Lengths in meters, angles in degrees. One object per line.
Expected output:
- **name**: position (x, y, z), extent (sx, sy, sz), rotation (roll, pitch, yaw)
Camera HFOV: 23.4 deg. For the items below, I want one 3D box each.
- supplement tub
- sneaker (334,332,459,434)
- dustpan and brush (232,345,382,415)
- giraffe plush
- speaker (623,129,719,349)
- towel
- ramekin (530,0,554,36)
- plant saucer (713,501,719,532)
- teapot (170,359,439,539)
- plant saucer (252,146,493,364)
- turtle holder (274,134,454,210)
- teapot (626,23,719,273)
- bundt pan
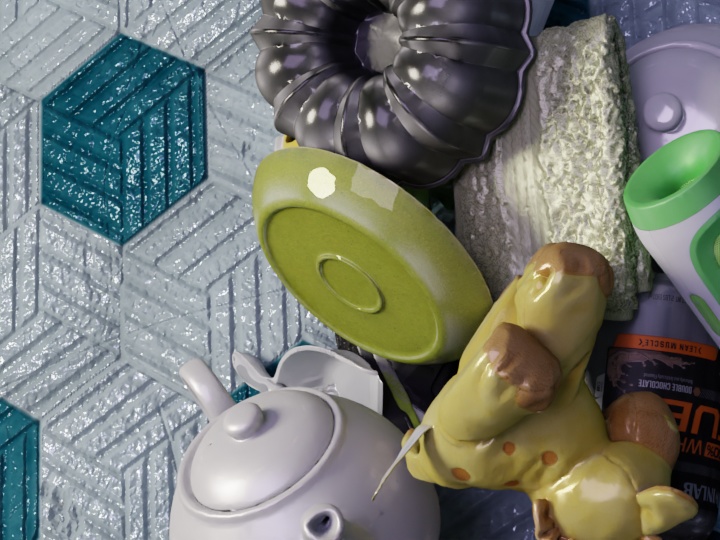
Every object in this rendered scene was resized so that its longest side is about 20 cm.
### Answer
- **supplement tub**: position (0.186, 0.107, 1.177), extent (0.122, 0.122, 0.201), rotation (2, 79, 29)
- **sneaker**: position (0.036, 0.070, 1.312), extent (0.082, 0.072, 0.201), rotation (-10, 58, -14)
- **dustpan and brush**: position (-0.046, 0.103, 1.330), extent (0.200, 0.057, 0.140), rotation (-134, 42, -60)
- **giraffe plush**: position (0.128, 0.103, 1.060), extent (0.162, 0.173, 0.200), rotation (35, 88, 1)
- **speaker**: position (0.251, 0.009, 1.104), extent (0.088, 0.200, 0.089), rotation (-33, 22, 15)
- **towel**: position (0.120, -0.062, 1.154), extent (0.148, 0.036, 0.201), rotation (-6, 85, 38)
- **ramekin**: position (0.046, -0.206, 1.283), extent (0.200, 0.200, 0.098), rotation (15, 84, 30)
- **plant saucer**: position (0.300, 0.092, 1.180), extent (0.070, 0.019, 0.201), rotation (18, 88, 30)
- **teapot**: position (-0.052, 0.146, 1.157), extent (0.199, 0.146, 0.198), rotation (-10, 34, 29)
- **plant saucer**: position (0.000, 0.000, 1.191), extent (0.199, 0.201, 0.031), rotation (20, 58, 31)
- **turtle holder**: position (0.003, -0.075, 1.263), extent (0.131, 0.186, 0.142), rotation (-3, 55, 3)
- **teapot**: position (0.222, -0.089, 1.193), extent (0.200, 0.146, 0.198), rotation (-37, 63, 17)
- **bundt pan**: position (0.010, -0.153, 1.152), extent (0.201, 0.076, 0.203), rotation (0, 90, 29)
